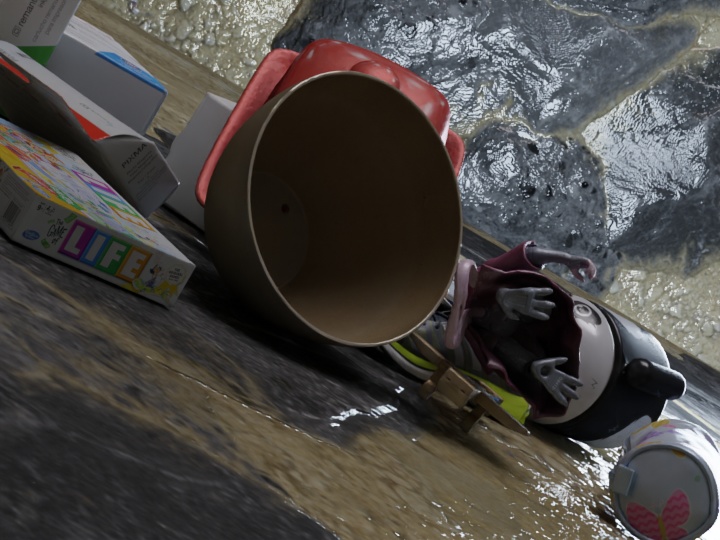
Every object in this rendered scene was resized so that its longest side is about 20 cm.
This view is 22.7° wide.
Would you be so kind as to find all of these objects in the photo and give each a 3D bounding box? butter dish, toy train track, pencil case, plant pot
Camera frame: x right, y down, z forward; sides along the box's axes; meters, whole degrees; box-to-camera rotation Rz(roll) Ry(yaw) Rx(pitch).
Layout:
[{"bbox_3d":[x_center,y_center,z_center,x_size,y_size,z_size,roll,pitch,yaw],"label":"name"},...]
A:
[{"bbox_3d":[-0.007,-0.114,1.473,0.199,0.201,0.148,27,-37,-2],"label":"butter dish"},{"bbox_3d":[0.081,0.101,1.392,0.115,0.033,0.200,41,3,13],"label":"toy train track"},{"bbox_3d":[0.251,0.169,1.462,0.090,0.083,0.200,34,7,8],"label":"pencil case"},{"bbox_3d":[-0.041,-0.039,1.347,0.200,0.201,0.134,27,-22,-33],"label":"plant pot"}]

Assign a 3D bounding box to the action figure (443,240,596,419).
[{"bbox_3d":[0.105,0.043,1.400,0.148,0.135,0.200,11,11,-16],"label":"action figure"}]

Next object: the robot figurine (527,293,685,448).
[{"bbox_3d":[0.207,0.091,1.644,0.200,0.150,0.125,24,38,-49],"label":"robot figurine"}]

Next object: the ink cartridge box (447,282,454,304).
[{"bbox_3d":[0.094,0.034,1.929,0.199,0.041,0.200,30,7,-14],"label":"ink cartridge box"}]

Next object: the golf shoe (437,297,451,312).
[{"bbox_3d":[0.000,0.000,1.544,0.199,0.073,0.092,27,-9,-30],"label":"golf shoe"}]

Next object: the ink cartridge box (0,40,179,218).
[{"bbox_3d":[-0.236,-0.136,1.392,0.162,0.057,0.200,35,-18,24],"label":"ink cartridge box"}]

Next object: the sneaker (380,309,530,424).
[{"bbox_3d":[0.077,0.056,1.516,0.199,0.081,0.074,28,7,-30],"label":"sneaker"}]

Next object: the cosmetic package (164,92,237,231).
[{"bbox_3d":[-0.102,-0.087,1.651,0.085,0.108,0.200,35,9,15],"label":"cosmetic package"}]

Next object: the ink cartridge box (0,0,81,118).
[{"bbox_3d":[-0.346,-0.242,1.517,0.199,0.147,0.083,29,8,-15],"label":"ink cartridge box"}]

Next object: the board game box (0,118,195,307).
[{"bbox_3d":[-0.212,-0.052,1.210,0.134,0.034,0.200,26,8,-42],"label":"board game box"}]

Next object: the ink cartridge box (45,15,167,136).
[{"bbox_3d":[-0.284,-0.194,1.705,0.146,0.086,0.200,29,6,-27],"label":"ink cartridge box"}]
